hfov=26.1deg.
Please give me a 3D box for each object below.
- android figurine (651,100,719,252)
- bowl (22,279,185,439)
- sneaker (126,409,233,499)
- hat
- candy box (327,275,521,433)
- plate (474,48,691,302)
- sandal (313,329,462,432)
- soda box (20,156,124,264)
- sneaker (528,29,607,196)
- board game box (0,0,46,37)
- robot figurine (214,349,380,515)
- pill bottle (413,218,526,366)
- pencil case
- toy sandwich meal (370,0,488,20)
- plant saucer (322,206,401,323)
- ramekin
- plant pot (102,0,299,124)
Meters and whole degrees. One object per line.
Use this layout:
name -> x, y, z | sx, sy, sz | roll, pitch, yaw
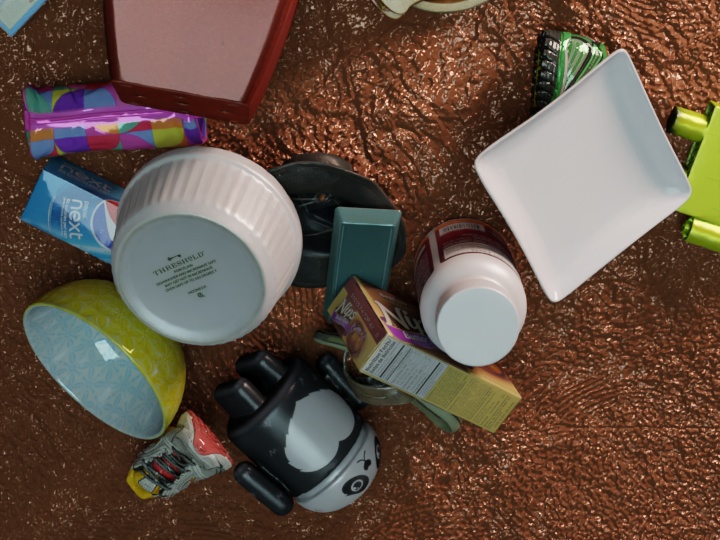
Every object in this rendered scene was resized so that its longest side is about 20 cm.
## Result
android figurine -> 0.417, -0.105, 1.686 | 0.198, 0.041, 0.184 | 19, 107, -5
bowl -> -0.256, 0.075, 1.687 | 0.201, 0.199, 0.108 | 50, 58, -15
sneaker -> -0.200, 0.213, 1.695 | 0.082, 0.200, 0.078 | -42, 91, -27
hat -> -0.044, -0.070, 1.658 | 0.198, 0.082, 0.202 | 2, 141, 1
candy box -> 0.068, 0.090, 1.669 | 0.199, 0.117, 0.057 | 28, 108, -33
plate -> 0.230, -0.099, 1.621 | 0.199, 0.032, 0.201 | -37, 119, -7
sandal -> 0.029, 0.130, 1.727 | 0.200, 0.080, 0.058 | 38, 83, -16
soda box -> -0.259, -0.047, 1.679 | 0.198, 0.068, 0.065 | 26, 106, -9
sneaker -> 0.221, -0.150, 1.648 | 0.084, 0.078, 0.202 | 4, 108, -3
board game box -> -0.337, -0.359, 1.594 | 0.200, 0.034, 0.134 | -42, 104, 12
robot figurine -> -0.067, 0.177, 1.726 | 0.150, 0.125, 0.200 | -42, 104, 11
pill bottle -> 0.115, 0.025, 1.639 | 0.112, 0.200, 0.114 | 0, 109, 0
pencil case -> -0.255, -0.164, 1.634 | 0.197, 0.089, 0.089 | -6, 108, 2
toy sandwich meal -> 0.081, -0.351, 1.583 | 0.202, 0.070, 0.208 | 0, 108, -1
plant saucer -> 0.000, 0.000, 1.663 | 0.069, 0.019, 0.201 | 2, 144, -4
ramekin -> -0.162, -0.015, 1.580 | 0.200, 0.095, 0.204 | 5, 124, 7
plant pot -> -0.160, -0.247, 1.520 | 0.197, 0.200, 0.178 | 10, 87, -4
